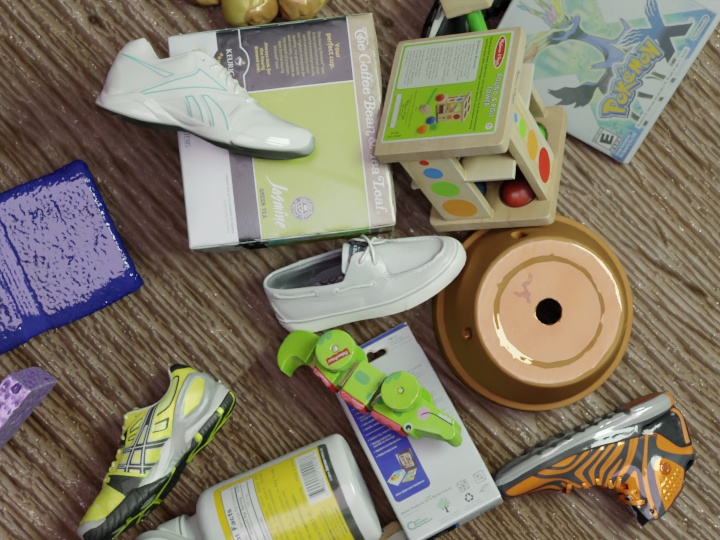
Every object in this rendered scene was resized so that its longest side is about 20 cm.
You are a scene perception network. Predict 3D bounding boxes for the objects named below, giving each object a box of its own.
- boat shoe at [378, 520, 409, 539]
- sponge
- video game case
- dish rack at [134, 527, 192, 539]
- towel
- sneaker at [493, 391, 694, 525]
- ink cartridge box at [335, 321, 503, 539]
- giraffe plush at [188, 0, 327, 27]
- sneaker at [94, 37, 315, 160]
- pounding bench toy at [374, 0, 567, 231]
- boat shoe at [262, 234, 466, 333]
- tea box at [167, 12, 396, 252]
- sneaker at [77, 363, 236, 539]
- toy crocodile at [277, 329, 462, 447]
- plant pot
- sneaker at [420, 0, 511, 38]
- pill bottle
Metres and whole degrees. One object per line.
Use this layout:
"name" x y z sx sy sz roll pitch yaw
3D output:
"boat shoe" -0.026 0.321 1.257 0.200 0.072 0.076 -35 62 1
"sponge" -0.377 0.180 1.233 0.030 0.112 0.200 38 89 -1
"video game case" 0.231 -0.227 1.236 0.182 0.022 0.200 29 119 0
"dish rack" -0.148 0.307 1.172 0.200 0.044 0.172 26 125 -20
"towel" -0.334 -0.008 1.273 0.200 0.050 0.148 -24 95 -1
"sneaker" 0.235 0.205 1.245 0.200 0.078 0.112 -23 87 0
"ink cartridge box" 0.050 0.159 1.250 0.099 0.039 0.200 -27 70 0
"giraffe plush" -0.106 -0.343 1.219 0.172 0.162 0.201 -5 89 1
"sneaker" -0.132 -0.151 1.129 0.200 0.070 0.080 18 87 4
"pounding bench toy" 0.117 -0.156 1.206 0.124 0.156 0.201 -3 62 28
"boat shoe" 0.000 0.000 1.231 0.199 0.072 0.069 -14 132 23
"tea box" -0.071 -0.126 1.228 0.196 0.134 0.201 -6 89 1
"sneaker" -0.211 0.181 1.258 0.076 0.075 0.200 39 79 9
"toy crocodile" 0.009 0.113 1.217 0.200 0.068 0.062 31 82 19
"plant pot" 0.170 0.040 1.219 0.199 0.140 0.201 0 89 0
"sneaker" 0.131 -0.279 1.263 0.087 0.076 0.200 28 89 -5
"pill bottle" -0.089 0.244 1.229 0.200 0.111 0.112 -23 88 2
